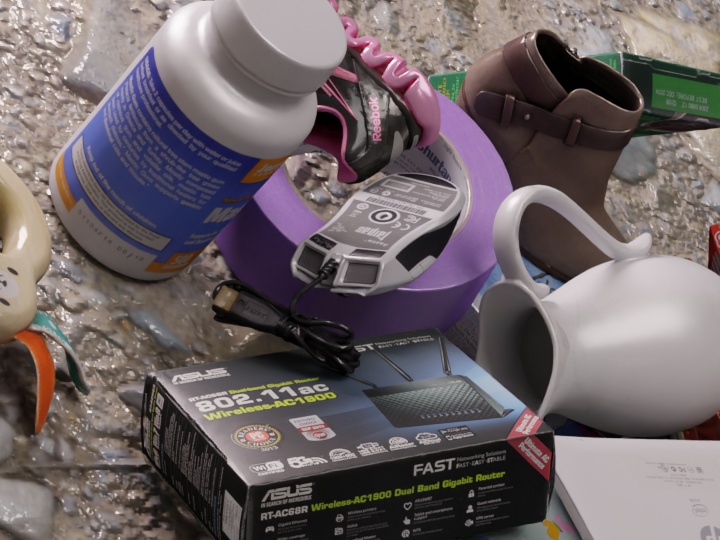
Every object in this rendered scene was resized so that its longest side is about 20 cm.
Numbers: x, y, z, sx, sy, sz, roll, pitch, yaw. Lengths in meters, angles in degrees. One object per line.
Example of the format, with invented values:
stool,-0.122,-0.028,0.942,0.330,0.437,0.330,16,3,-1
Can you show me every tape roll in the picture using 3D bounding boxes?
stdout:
tape roll,0.000,-0.047,1.643,0.199,0.066,0.201,14,47,-16

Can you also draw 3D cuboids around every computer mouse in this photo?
computer mouse,0.000,0.000,1.517,0.109,0.044,0.200,15,35,31

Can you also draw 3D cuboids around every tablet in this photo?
tablet,0.204,0.153,1.495,0.199,0.014,0.130,4,46,-38

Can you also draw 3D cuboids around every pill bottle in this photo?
pill bottle,-0.097,-0.093,1.516,0.112,0.200,0.112,26,40,-24

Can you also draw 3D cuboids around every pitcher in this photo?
pitcher,0.165,0.028,1.635,0.199,0.121,0.172,-4,97,-38

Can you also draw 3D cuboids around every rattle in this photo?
rattle,-0.194,-0.030,1.415,0.200,0.143,0.130,55,18,24

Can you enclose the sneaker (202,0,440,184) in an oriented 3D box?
sneaker,-0.044,-0.131,1.607,0.200,0.079,0.095,40,67,17

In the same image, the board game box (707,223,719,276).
board game box,0.301,0.084,1.797,0.046,0.152,0.201,-12,53,-2

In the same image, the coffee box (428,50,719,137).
coffee box,0.158,-0.124,1.819,0.123,0.200,0.044,7,84,-43

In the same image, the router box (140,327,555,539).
router box,-0.008,0.101,1.425,0.199,0.062,0.150,-8,25,-26

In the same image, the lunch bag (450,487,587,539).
lunch bag,0.085,0.175,1.498,0.200,0.122,0.170,32,34,12

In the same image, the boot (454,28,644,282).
boot,0.151,-0.076,1.720,0.200,0.146,0.070,33,44,-12

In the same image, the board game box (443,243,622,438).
board game box,0.136,0.030,1.767,0.199,0.043,0.200,48,36,5

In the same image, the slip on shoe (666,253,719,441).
slip on shoe,0.250,0.085,1.751,0.074,0.061,0.201,-2,80,-54
